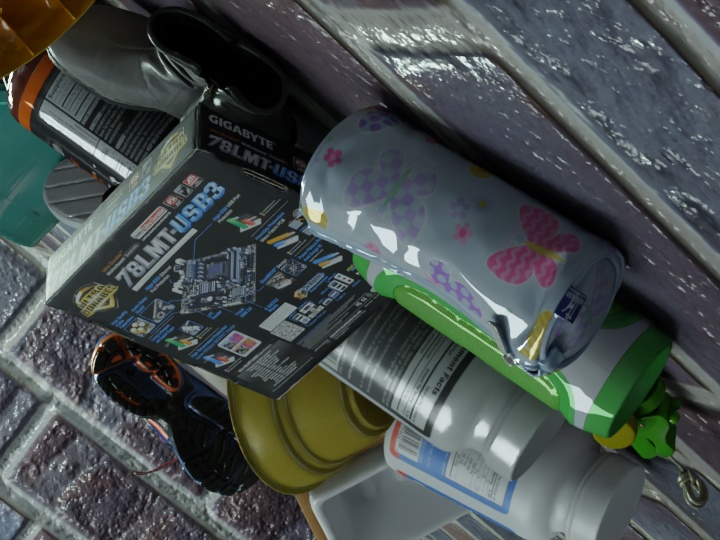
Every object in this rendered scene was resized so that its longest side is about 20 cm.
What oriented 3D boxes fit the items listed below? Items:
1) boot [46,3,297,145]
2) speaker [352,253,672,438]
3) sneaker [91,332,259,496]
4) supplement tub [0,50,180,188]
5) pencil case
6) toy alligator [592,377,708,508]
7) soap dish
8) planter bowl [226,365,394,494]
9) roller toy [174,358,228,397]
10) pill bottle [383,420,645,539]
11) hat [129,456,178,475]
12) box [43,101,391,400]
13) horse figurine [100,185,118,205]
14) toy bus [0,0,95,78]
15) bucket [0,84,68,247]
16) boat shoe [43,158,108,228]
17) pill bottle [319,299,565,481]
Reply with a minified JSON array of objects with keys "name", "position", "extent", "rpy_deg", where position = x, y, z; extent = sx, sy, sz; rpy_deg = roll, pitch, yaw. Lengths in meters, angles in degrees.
[{"name":"boot","position":[-0.130,-0.148,1.373],"extent":[0.200,0.070,0.132],"rpy_deg":[23,166,9]},{"name":"speaker","position":[0.095,0.021,1.288],"extent":[0.200,0.088,0.088],"rpy_deg":[34,170,16]},{"name":"sneaker","position":[-0.157,0.117,1.771],"extent":[0.200,0.075,0.078],"rpy_deg":[48,178,-21]},{"name":"supplement tub","position":[-0.191,-0.127,1.536],"extent":[0.200,0.107,0.107],"rpy_deg":[36,170,10]},{"name":"pencil case","position":[0.059,-0.019,1.209],"extent":[0.200,0.091,0.083],"rpy_deg":[34,-170,25]},{"name":"toy alligator","position":[0.189,0.090,1.378],"extent":[0.200,0.059,0.054],"rpy_deg":[41,129,-22]},{"name":"soap dish","position":[0.037,0.174,1.843],"extent":[0.081,0.200,0.157],"rpy_deg":[60,175,39]},{"name":"planter bowl","position":[-0.018,0.082,1.637],"extent":[0.083,0.200,0.200],"rpy_deg":[-2,149,31]},{"name":"roller toy","position":[-0.116,0.027,1.785],"extent":[0.182,0.140,0.200],"rpy_deg":[44,-179,-1]},{"name":"pill bottle","position":[0.129,0.157,1.682],"extent":[0.200,0.112,0.112],"rpy_deg":[26,166,24]},{"name":"hat","position":[-0.071,0.118,1.845],"extent":[0.166,0.200,0.176],"rpy_deg":[20,-179,20]},{"name":"box","position":[-0.083,-0.007,1.398],"extent":[0.198,0.050,0.200],"rpy_deg":[25,133,-27]},{"name":"horse figurine","position":[-0.108,-0.029,1.464],"extent":[0.200,0.050,0.133],"rpy_deg":[16,147,-28]},{"name":"toy bus","position":[-0.277,-0.246,1.287],"extent":[0.192,0.136,0.200],"rpy_deg":[50,180,45]},{"name":"bucket","position":[-0.298,-0.126,1.694],"extent":[0.207,0.135,0.207],"rpy_deg":[41,-176,-4]},{"name":"boat shoe","position":[-0.151,-0.056,1.616],"extent":[0.200,0.072,0.071],"rpy_deg":[0,163,14]},{"name":"pill bottle","position":[0.058,0.063,1.512],"extent":[0.200,0.116,0.116],"rpy_deg":[34,170,15]}]
